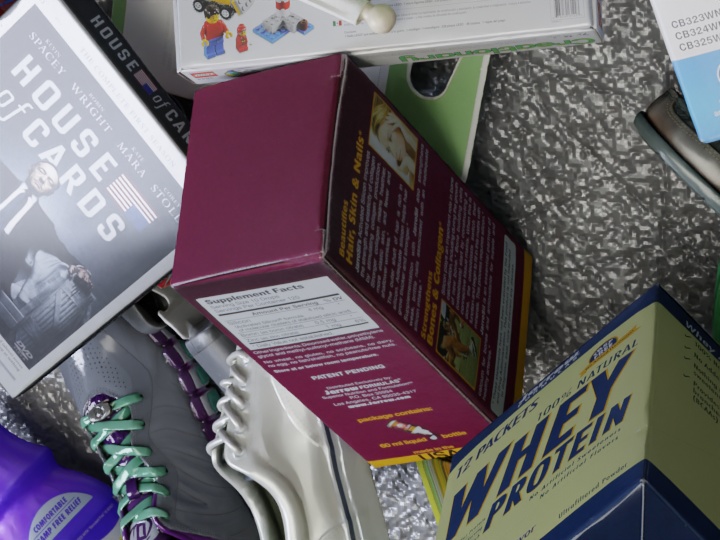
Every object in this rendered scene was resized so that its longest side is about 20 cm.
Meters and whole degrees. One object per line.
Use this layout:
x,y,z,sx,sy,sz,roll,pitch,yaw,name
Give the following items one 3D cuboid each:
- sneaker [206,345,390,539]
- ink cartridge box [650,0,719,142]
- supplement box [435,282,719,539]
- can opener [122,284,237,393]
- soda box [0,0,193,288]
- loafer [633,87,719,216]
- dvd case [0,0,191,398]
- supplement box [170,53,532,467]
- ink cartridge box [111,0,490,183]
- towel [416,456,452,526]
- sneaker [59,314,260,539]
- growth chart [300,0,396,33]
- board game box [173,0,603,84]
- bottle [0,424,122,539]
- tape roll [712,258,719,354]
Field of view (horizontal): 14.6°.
-0.043,0.074,1.424,0.073,0.070,0.201,-30,77,68,sneaker
0.186,-0.182,1.227,0.128,0.125,0.201,-14,107,29,ink cartridge box
0.143,0.150,1.211,0.134,0.200,0.200,-41,101,20,supplement box
-0.072,0.038,1.498,0.200,0.053,0.067,50,150,-4,can opener
-0.151,-0.081,1.447,0.199,0.070,0.064,36,123,11,soda box
0.220,-0.027,1.328,0.200,0.072,0.063,40,104,-6,loafer
-0.162,-0.040,1.413,0.151,0.025,0.200,51,130,-2,dvd case
0.000,0.000,1.346,0.085,0.111,0.200,-11,146,27,supplement box
-0.023,-0.141,1.387,0.199,0.048,0.146,16,119,12,ink cartridge box
0.093,0.141,1.414,0.200,0.018,0.087,12,125,62,towel
-0.110,0.105,1.515,0.074,0.088,0.201,-30,99,32,sneaker
0.006,-0.210,1.287,0.144,0.018,0.201,35,90,16,growth chart
0.010,-0.160,1.307,0.198,0.035,0.127,-4,82,12,board game box
-0.160,0.158,1.565,0.200,0.084,0.065,45,157,0,bottle
0.260,0.021,1.274,0.199,0.048,0.202,3,113,8,tape roll
